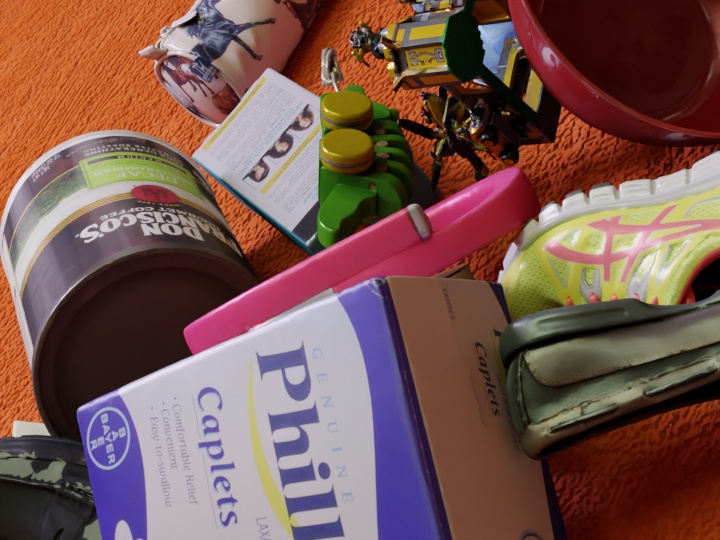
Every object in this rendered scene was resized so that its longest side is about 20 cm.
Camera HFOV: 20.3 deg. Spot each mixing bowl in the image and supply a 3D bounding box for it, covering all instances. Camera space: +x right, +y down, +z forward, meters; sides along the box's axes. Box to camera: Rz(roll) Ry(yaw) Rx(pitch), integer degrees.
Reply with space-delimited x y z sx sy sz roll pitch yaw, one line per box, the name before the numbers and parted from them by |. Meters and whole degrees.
mixing bowl | 0.153 -0.141 1.033 0.201 0.199 0.108 -63 3 -23

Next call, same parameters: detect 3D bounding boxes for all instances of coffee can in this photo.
coffee can | -0.136 0.017 1.210 0.146 0.146 0.200 -45 27 5

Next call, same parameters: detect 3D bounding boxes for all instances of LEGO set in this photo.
LEGO set | 0.046 -0.153 1.111 0.115 0.153 0.201 -3 72 37

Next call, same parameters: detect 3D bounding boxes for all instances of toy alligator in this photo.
toy alligator | 0.003 -0.074 1.157 0.054 0.060 0.201 2 35 -2

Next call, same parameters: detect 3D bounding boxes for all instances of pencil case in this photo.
pencil case | -0.071 -0.203 1.439 0.078 0.089 0.201 2 56 52

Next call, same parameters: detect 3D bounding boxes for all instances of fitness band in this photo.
fitness band | 0.000 0.000 1.049 0.199 0.038 0.144 -27 1 12

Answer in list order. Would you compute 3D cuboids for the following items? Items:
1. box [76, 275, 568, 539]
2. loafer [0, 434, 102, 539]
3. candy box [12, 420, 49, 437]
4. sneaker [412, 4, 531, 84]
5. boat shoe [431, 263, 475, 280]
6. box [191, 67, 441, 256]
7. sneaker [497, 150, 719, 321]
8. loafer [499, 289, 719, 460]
box | -0.016 0.120 0.934 0.199 0.105 0.185 -24 71 33
loafer | -0.142 0.137 1.090 0.199 0.068 0.071 7 41 5
candy box | -0.153 0.165 1.137 0.201 0.101 0.027 -96 13 -51
sneaker | 0.062 -0.176 1.244 0.078 0.090 0.200 -48 33 0
boat shoe | 0.020 0.050 1.064 0.070 0.071 0.200 -36 6 -20
box | -0.032 -0.062 1.274 0.082 0.049 0.200 -49 31 -2
sneaker | 0.143 0.006 0.965 0.199 0.078 0.091 -26 46 37
loafer | 0.161 0.044 0.883 0.199 0.072 0.063 -9 65 13
